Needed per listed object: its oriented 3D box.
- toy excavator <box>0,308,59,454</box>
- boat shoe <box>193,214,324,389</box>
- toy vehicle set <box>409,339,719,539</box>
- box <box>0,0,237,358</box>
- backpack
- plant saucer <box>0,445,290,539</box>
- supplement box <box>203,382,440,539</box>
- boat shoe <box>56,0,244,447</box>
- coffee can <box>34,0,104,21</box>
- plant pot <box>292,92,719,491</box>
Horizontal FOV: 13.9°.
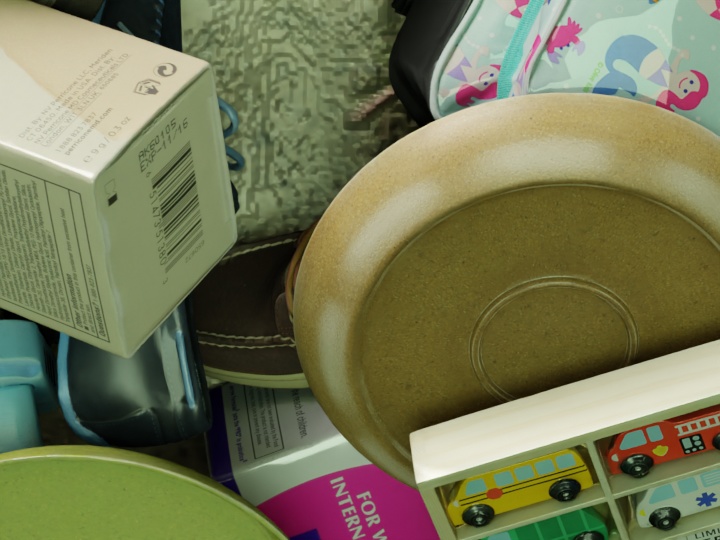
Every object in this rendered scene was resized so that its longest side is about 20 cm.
[{"bbox_3d":[-0.163,0.088,1.226,0.099,0.195,0.201,-7,79,-2],"label":"toy excavator"},{"bbox_3d":[0.000,0.000,1.201,0.199,0.073,0.072,-3,150,27],"label":"boat shoe"},{"bbox_3d":[0.130,0.083,1.144,0.199,0.027,0.125,-17,135,8],"label":"toy vehicle set"},{"bbox_3d":[-0.153,-0.052,1.126,0.199,0.078,0.095,22,140,26],"label":"box"},{"bbox_3d":[0.136,-0.093,1.179,0.199,0.150,0.178,28,90,-21],"label":"backpack"},{"bbox_3d":[-0.108,0.137,1.187,0.198,0.031,0.201,2,130,2],"label":"plant saucer"},{"bbox_3d":[0.043,0.077,1.246,0.199,0.103,0.102,-21,109,1],"label":"supplement box"},{"bbox_3d":[-0.079,-0.028,1.202,0.068,0.084,0.202,2,89,10],"label":"boat shoe"},{"bbox_3d":[-0.168,-0.199,1.122,0.199,0.146,0.147,23,104,-11],"label":"coffee can"},{"bbox_3d":[0.073,0.023,1.132,0.198,0.028,0.201,-2,127,-2],"label":"plant pot"}]
